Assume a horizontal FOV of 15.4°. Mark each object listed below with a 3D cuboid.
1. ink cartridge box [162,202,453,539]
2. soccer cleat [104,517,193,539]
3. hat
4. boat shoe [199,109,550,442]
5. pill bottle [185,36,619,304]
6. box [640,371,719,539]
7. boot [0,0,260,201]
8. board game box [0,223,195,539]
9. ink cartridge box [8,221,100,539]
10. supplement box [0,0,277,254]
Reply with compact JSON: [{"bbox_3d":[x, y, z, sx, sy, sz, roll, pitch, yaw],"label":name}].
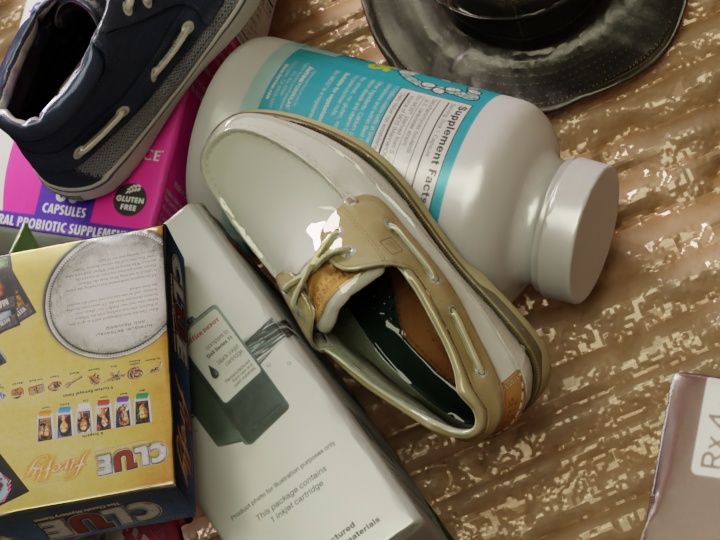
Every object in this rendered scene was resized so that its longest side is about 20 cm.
[{"bbox_3d":[-0.039,0.083,1.268,0.083,0.147,0.200,-36,65,1],"label":"ink cartridge box"},{"bbox_3d":[-0.111,0.177,1.234,0.086,0.070,0.200,-9,67,-2],"label":"soccer cleat"},{"bbox_3d":[0.079,-0.183,1.363,0.200,0.081,0.201,-5,70,14],"label":"hat"},{"bbox_3d":[0.000,0.000,1.234,0.200,0.068,0.075,40,118,8],"label":"boat shoe"},{"bbox_3d":[0.023,-0.042,1.313,0.200,0.111,0.111,16,76,19],"label":"pill bottle"},{"bbox_3d":[0.212,0.158,1.145,0.164,0.200,0.166,8,74,17],"label":"box"},{"bbox_3d":[-0.103,-0.132,1.280,0.073,0.090,0.200,24,78,19],"label":"boot"},{"bbox_3d":[-0.176,0.061,1.197,0.200,0.035,0.136,-10,58,9],"label":"board game box"},{"bbox_3d":[-0.159,0.091,1.257,0.059,0.104,0.200,12,64,19],"label":"ink cartridge box"},{"bbox_3d":[-0.118,-0.093,1.374,0.101,0.103,0.200,7,72,16],"label":"supplement box"}]
